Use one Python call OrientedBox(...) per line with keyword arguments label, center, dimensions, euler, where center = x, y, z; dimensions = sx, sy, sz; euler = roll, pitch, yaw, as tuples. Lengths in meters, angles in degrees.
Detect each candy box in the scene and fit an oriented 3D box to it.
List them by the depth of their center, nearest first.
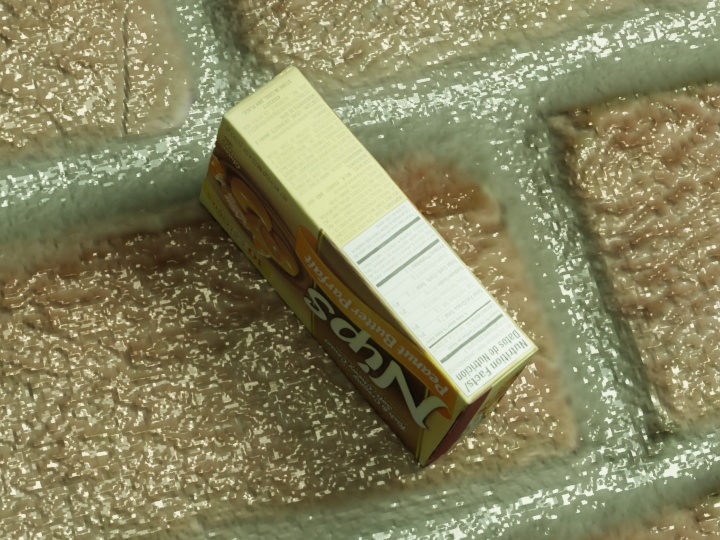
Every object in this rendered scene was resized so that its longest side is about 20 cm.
OrientedBox(label="candy box", center=(0.000, 0.000, 1.275), dimensions=(0.055, 0.115, 0.200), euler=(-37, 80, -20))
